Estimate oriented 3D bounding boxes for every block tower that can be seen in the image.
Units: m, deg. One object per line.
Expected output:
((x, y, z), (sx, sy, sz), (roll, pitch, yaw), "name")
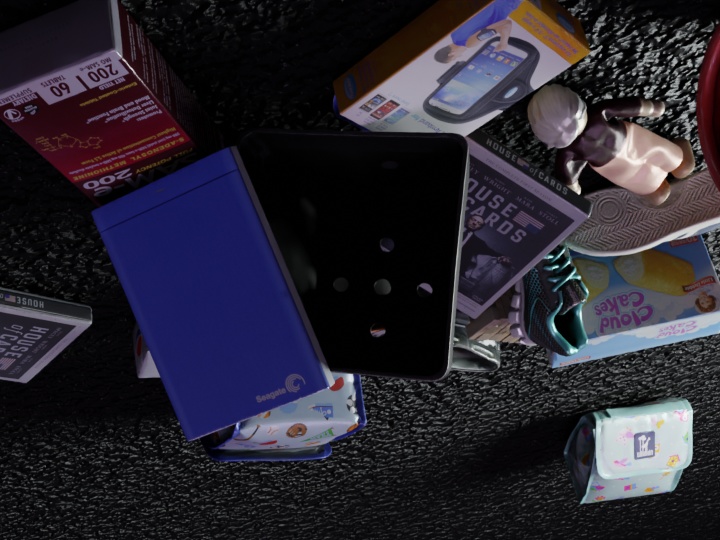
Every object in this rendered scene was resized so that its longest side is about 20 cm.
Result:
((0.217, 0.055, 1.288), (0.199, 0.058, 0.054), (6, 146, -33), "block tower")

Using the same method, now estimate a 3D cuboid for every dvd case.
((-0.398, 0.060, 1.077), (0.199, 0.025, 0.150), (16, 141, -39), "dvd case")
((0.105, -0.043, 1.032), (0.150, 0.025, 0.200), (31, 139, -10), "dvd case")

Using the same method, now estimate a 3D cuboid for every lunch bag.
((-0.104, 0.170, 1.307), (0.169, 0.125, 0.200), (1, 162, -22), "lunch bag")
((0.431, 0.280, 1.703), (0.169, 0.122, 0.201), (-5, 142, -7), "lunch bag")

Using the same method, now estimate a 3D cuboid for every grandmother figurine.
((0.226, -0.118, 0.989), (0.199, 0.061, 0.122), (20, 110, -40), "grandmother figurine")

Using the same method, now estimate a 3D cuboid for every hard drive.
((-0.118, 0.021, 0.842), (0.131, 0.201, 0.025), (-22, -178, 17), "hard drive")

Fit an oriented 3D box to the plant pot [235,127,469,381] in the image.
((0.000, 0.000, 0.941), (0.199, 0.201, 0.177), (4, 169, 14), "plant pot")

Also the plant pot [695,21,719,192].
((0.409, -0.137, 0.874), (0.181, 0.201, 0.201), (-4, 150, -20), "plant pot")

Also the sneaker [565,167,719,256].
((0.309, -0.057, 1.113), (0.199, 0.075, 0.084), (-11, 171, 16), "sneaker")

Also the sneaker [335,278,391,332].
((-0.052, 0.044, 1.119), (0.199, 0.085, 0.073), (-8, 125, -16), "sneaker")

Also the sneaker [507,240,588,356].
((0.197, 0.002, 1.086), (0.077, 0.091, 0.201), (-27, 123, -20), "sneaker")

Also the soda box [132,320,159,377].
((-0.146, 0.075, 1.173), (0.199, 0.064, 0.068), (1, 148, -23), "soda box")

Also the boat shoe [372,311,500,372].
((0.089, 0.087, 1.277), (0.199, 0.071, 0.072), (4, 148, -25), "boat shoe")

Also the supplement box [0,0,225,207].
((-0.190, -0.116, 0.823), (0.108, 0.061, 0.200), (-18, 152, 11), "supplement box")

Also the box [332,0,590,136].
((0.073, -0.160, 0.869), (0.200, 0.042, 0.119), (-34, 144, 30), "box")

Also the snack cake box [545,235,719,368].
((0.300, 0.029, 1.210), (0.199, 0.116, 0.067), (-12, 152, 0), "snack cake box")
